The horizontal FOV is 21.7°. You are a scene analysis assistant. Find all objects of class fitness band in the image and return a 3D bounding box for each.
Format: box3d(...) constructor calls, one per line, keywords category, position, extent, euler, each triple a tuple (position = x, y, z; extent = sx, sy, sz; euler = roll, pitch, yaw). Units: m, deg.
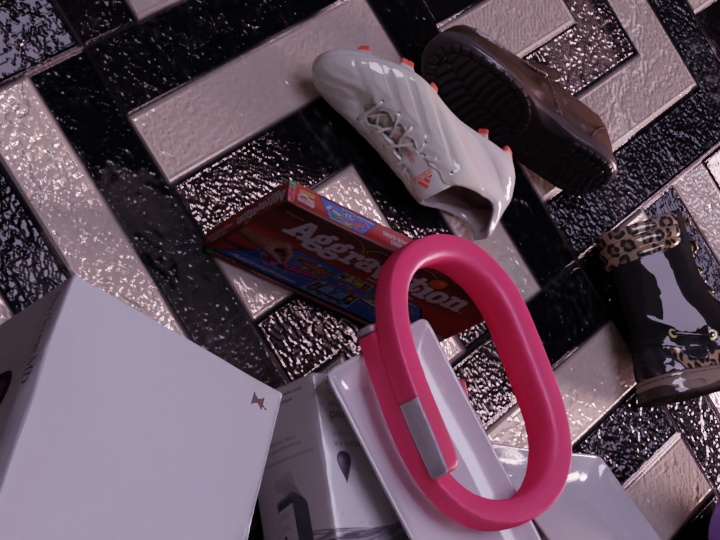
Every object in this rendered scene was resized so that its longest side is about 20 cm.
box3d(category="fitness band", position=(0.071, 0.074, 1.252), extent=(0.143, 0.037, 0.201), euler=(-12, 79, -47))

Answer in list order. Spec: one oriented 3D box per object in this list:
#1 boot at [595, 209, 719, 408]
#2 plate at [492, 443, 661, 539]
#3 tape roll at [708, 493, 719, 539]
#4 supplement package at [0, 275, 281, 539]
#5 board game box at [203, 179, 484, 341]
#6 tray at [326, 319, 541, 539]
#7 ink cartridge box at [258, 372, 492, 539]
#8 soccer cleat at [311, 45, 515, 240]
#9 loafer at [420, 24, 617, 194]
box3d(category="boot", position=(0.283, 0.026, 1.576), extent=(0.199, 0.073, 0.152), euler=(-12, 79, -38))
box3d(category="plate", position=(0.177, 0.215, 1.358), extent=(0.199, 0.032, 0.201), euler=(15, 36, -57))
box3d(category="tape roll", position=(0.379, 0.210, 1.481), extent=(0.200, 0.200, 0.066), euler=(45, 49, -16))
box3d(category="supplement package", position=(-0.175, 0.143, 1.038), extent=(0.147, 0.199, 0.192), euler=(32, 52, -26))
box3d(category="board game box", position=(0.000, 0.000, 1.320), extent=(0.199, 0.103, 0.020), euler=(25, 55, -30))
box3d(category="tray", position=(0.051, 0.140, 1.240), extent=(0.107, 0.022, 0.201), euler=(-26, 88, -46))
box3d(category="ink cartridge box", position=(0.012, 0.176, 1.264), extent=(0.145, 0.085, 0.202), euler=(5, 69, -39))
box3d(category="soccer cleat", position=(0.042, -0.098, 1.429), extent=(0.199, 0.069, 0.078), euler=(33, 55, -29))
box3d(category="loafer", position=(0.126, -0.137, 1.523), extent=(0.200, 0.073, 0.071), euler=(37, 40, -29))
